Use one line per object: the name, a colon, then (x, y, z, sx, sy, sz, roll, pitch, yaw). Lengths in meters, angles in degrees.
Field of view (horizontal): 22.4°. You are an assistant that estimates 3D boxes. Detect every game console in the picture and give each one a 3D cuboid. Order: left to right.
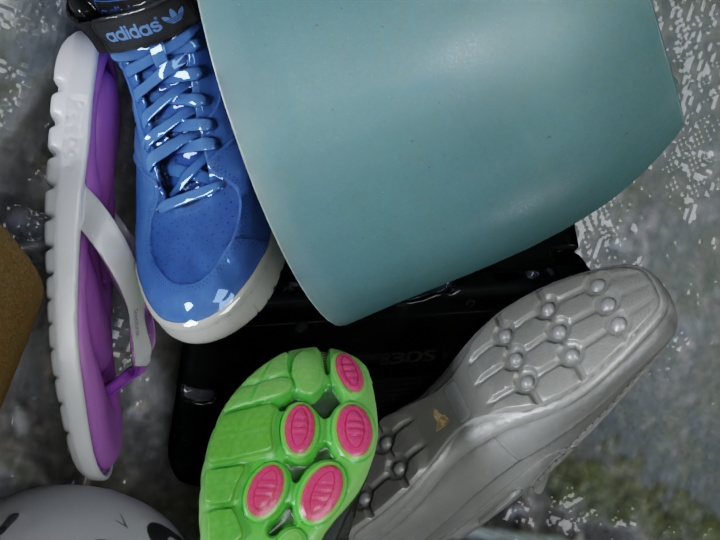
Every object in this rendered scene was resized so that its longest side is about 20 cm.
game console: (0.000, 0.000, 0.893, 0.199, 0.117, 0.176, -3, 128, -19)

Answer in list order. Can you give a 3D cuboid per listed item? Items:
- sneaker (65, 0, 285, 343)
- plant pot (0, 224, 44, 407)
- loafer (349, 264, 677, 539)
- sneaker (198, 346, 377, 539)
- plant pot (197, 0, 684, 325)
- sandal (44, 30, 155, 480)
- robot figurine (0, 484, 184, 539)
sneaker: (-0.081, -0.075, 0.763, 0.111, 0.076, 0.201, 49, 36, -49)
plant pot: (-0.227, 0.055, 0.746, 0.186, 0.186, 0.200, 48, 66, -19)
loafer: (0.070, 0.071, 0.859, 0.200, 0.070, 0.070, -37, 137, 19)
sneaker: (-0.039, 0.130, 0.808, 0.076, 0.084, 0.201, 12, 72, 0)
plant pot: (0.040, -0.095, 0.743, 0.160, 0.201, 0.201, -16, 104, 9)
sandal: (-0.110, -0.005, 0.813, 0.050, 0.082, 0.204, -1, 97, 5)
robot figurine: (-0.129, 0.197, 0.812, 0.124, 0.150, 0.201, 0, 97, -7)
